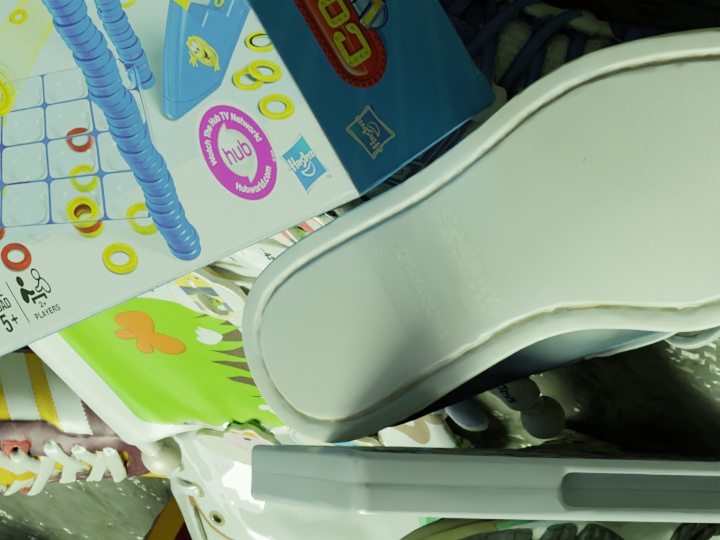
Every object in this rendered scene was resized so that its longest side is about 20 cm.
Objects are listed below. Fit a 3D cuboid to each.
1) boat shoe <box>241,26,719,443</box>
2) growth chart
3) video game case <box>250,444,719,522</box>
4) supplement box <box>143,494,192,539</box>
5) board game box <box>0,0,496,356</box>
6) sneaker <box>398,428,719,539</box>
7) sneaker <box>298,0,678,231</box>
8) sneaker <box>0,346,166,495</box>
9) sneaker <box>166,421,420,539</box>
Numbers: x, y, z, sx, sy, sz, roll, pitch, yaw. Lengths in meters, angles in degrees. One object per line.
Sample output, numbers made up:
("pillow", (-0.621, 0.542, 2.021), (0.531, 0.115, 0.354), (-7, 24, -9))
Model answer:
("boat shoe", (0.059, -0.010, 0.742), (0.200, 0.062, 0.075), (-31, 85, 37))
("growth chart", (-0.033, 0.022, 0.903), (0.200, 0.018, 0.145), (-7, 139, 45))
("video game case", (0.080, 0.058, 0.818), (0.200, 0.018, 0.143), (2, 177, -12))
("supplement box", (0.003, 0.177, 1.190), (0.200, 0.086, 0.110), (16, 149, 20))
("board game box", (-0.090, -0.088, 0.779), (0.200, 0.056, 0.196), (-23, 100, 49))
("sneaker", (0.043, 0.087, 0.947), (0.089, 0.077, 0.200), (30, -163, 28))
("sneaker", (0.029, -0.046, 0.817), (0.200, 0.075, 0.088), (0, 141, 40))
("sneaker", (-0.122, 0.059, 1.102), (0.200, 0.090, 0.075), (17, 150, 20))
("sneaker", (-0.053, 0.054, 1.023), (0.200, 0.085, 0.073), (33, -175, -9))
